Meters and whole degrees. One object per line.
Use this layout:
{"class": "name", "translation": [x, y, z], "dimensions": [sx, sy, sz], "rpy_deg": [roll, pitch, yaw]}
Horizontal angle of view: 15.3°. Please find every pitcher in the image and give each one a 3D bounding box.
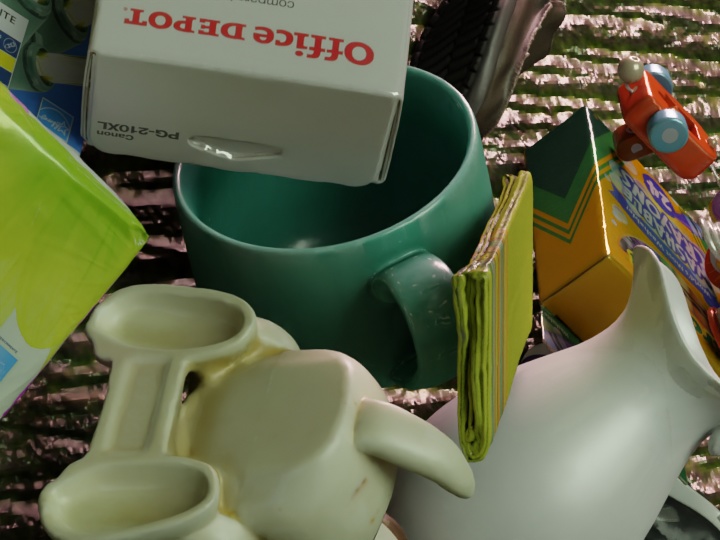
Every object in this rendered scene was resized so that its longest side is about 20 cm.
{"class": "pitcher", "translation": [0.117, 0.113, 1.325], "dimensions": [0.172, 0.200, 0.121], "rpy_deg": [52, 7, 22]}

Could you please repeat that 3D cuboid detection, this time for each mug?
{"class": "mug", "translation": [-0.009, -0.003, 1.292], "dimensions": [0.186, 0.151, 0.115], "rpy_deg": [-79, 162, -49]}

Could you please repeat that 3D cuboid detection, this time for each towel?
{"class": "towel", "translation": [0.062, 0.016, 1.226], "dimensions": [0.200, 0.018, 0.087], "rpy_deg": [-58, 150, -73]}

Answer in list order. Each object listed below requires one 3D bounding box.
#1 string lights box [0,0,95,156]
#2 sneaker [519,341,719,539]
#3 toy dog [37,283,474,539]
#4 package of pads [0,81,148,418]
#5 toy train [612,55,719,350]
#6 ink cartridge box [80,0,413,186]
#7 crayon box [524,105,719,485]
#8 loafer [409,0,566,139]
{"class": "string lights box", "translation": [-0.170, -0.130, 1.259], "dimensions": [0.103, 0.059, 0.201], "rpy_deg": [32, 53, -30]}
{"class": "sneaker", "translation": [0.134, 0.141, 1.455], "dimensions": [0.200, 0.076, 0.088], "rpy_deg": [49, 55, -10]}
{"class": "toy dog", "translation": [-0.034, 0.114, 1.215], "dimensions": [0.201, 0.193, 0.140], "rpy_deg": [71, 14, -48]}
{"class": "package of pads", "translation": [-0.205, -0.027, 1.132], "dimensions": [0.200, 0.068, 0.155], "rpy_deg": [44, 78, -24]}
{"class": "toy train", "translation": [0.186, -0.023, 1.456], "dimensions": [0.150, 0.056, 0.200], "rpy_deg": [41, 21, -28]}
{"class": "ink cartridge box", "translation": [-0.046, -0.152, 1.243], "dimensions": [0.144, 0.084, 0.201], "rpy_deg": [8, 62, -4]}
{"class": "crayon box", "translation": [0.152, 0.010, 1.473], "dimensions": [0.126, 0.051, 0.200], "rpy_deg": [44, 23, -23]}
{"class": "loafer", "translation": [0.087, -0.142, 1.511], "dimensions": [0.071, 0.073, 0.201], "rpy_deg": [40, 49, -24]}
